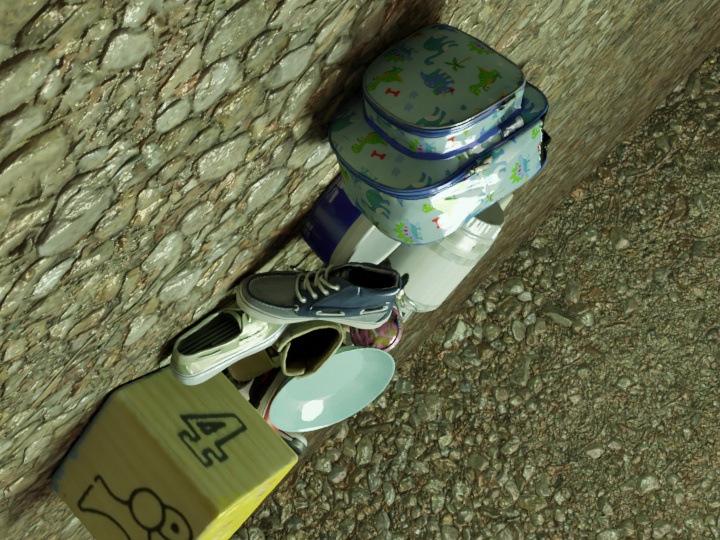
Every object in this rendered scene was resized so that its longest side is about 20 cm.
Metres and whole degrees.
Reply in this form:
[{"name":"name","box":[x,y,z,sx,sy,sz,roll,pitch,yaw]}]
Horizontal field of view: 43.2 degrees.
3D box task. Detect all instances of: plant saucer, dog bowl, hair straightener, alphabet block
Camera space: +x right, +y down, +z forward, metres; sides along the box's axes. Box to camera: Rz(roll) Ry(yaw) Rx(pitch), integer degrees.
[{"name":"plant saucer","box":[-0.047,0.163,1.330,0.199,0.039,0.202,-21,146,-14]},{"name":"dog bowl","box":[0.020,-0.082,1.194,0.200,0.079,0.200,-42,168,-11]},{"name":"hair straightener","box":[-0.151,0.130,1.365,0.201,0.077,0.041,-57,-166,-13]},{"name":"alphabet block","box":[-0.238,0.258,1.174,0.196,0.200,0.196,-50,168,27]}]

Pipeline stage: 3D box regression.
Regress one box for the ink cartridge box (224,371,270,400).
[{"name":"ink cartridge box","box":[-0.169,0.219,1.438,0.199,0.050,0.163,-24,136,-28]}]

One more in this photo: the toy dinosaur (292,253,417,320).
[{"name":"toy dinosaur","box":[0.000,0.000,1.294,0.199,0.103,0.077,11,122,-43]}]

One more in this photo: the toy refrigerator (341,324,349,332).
[{"name":"toy refrigerator","box":[-0.030,0.046,1.499,0.076,0.070,0.200,-51,169,-1]}]

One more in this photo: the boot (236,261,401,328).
[{"name":"boot","box":[-0.051,0.019,1.119,0.197,0.073,0.091,4,148,-11]}]

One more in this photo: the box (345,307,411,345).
[{"name":"box","box":[0.037,0.064,1.662,0.200,0.060,0.118,124,-25,-46]}]

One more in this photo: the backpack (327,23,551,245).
[{"name":"backpack","box":[0.070,-0.143,0.930,0.199,0.183,0.148,-38,144,-13]}]

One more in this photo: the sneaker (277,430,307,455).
[{"name":"sneaker","box":[-0.132,0.233,1.586,0.116,0.200,0.076,-48,128,-12]}]

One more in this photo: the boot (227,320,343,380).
[{"name":"boot","box":[-0.107,0.109,1.252,0.199,0.072,0.155,-32,-164,8]}]

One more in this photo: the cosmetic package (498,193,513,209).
[{"name":"cosmetic package","box":[0.156,-0.092,1.579,0.199,0.104,0.087,-38,169,-21]}]

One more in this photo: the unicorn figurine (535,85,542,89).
[{"name":"unicorn figurine","box":[0.216,-0.237,1.334,0.138,0.074,0.200,-55,163,-3]}]

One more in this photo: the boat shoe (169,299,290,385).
[{"name":"boat shoe","box":[-0.153,0.072,1.153,0.199,0.072,0.062,-37,161,-28]}]

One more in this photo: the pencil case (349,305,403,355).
[{"name":"pencil case","box":[0.027,0.089,1.437,0.086,0.083,0.200,-35,174,0]}]

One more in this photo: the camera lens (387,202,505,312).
[{"name":"camera lens","box":[0.106,-0.049,1.404,0.200,0.160,0.160,-51,167,28]}]

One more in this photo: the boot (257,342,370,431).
[{"name":"boot","box":[-0.066,0.198,1.423,0.201,0.143,0.073,-53,154,-20]}]
